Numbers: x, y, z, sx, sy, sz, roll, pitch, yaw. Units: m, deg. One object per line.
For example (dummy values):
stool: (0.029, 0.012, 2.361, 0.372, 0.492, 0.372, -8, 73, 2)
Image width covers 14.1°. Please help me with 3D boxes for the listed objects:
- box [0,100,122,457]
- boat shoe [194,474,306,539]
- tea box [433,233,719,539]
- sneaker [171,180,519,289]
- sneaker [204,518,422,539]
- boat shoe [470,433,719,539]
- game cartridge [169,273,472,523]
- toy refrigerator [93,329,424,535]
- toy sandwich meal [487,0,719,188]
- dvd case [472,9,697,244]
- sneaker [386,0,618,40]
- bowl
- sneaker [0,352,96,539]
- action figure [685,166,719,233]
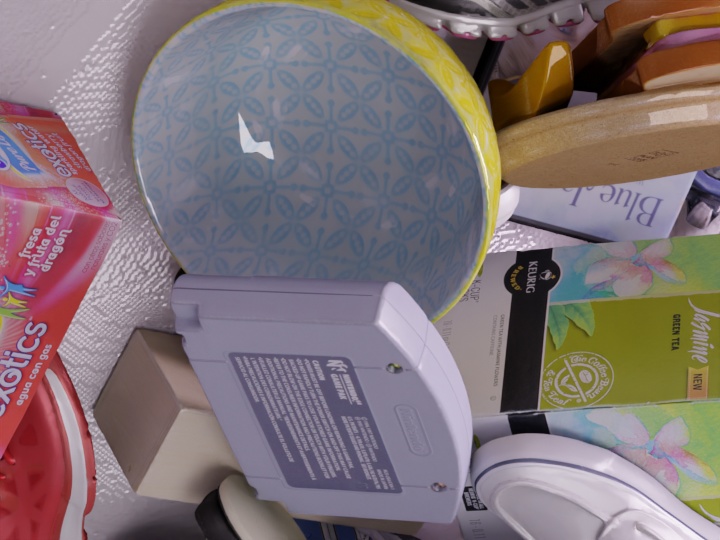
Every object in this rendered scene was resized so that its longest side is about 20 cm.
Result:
box: (-0.217, 0.017, 1.496, 0.094, 0.103, 0.200, 12, 120, -35)
boat shoe: (-0.041, 0.193, 1.652, 0.063, 0.074, 0.202, -25, 131, 14)
tea box: (0.154, 0.097, 1.668, 0.196, 0.134, 0.200, -6, 134, 14)
sneaker: (0.000, 0.000, 1.622, 0.199, 0.073, 0.085, -21, 125, 3)
sneaker: (-0.011, 0.189, 1.755, 0.200, 0.077, 0.076, 25, 135, -38)
boat shoe: (0.146, 0.155, 1.585, 0.200, 0.065, 0.074, 26, 133, -17)
game cartridge: (-0.012, 0.068, 1.528, 0.133, 0.041, 0.200, 6, 147, 18)
toy refrigerator: (-0.047, 0.097, 1.673, 0.200, 0.076, 0.070, 11, 119, -36)
toy sandwich meal: (0.151, -0.096, 1.537, 0.204, 0.071, 0.205, -8, 172, -1)
dvd case: (0.137, -0.108, 1.618, 0.142, 0.018, 0.200, 14, 119, -14)
sneaker: (0.104, -0.176, 1.524, 0.199, 0.074, 0.088, -5, 121, -8)
bowl: (-0.008, -0.069, 1.522, 0.108, 0.200, 0.201, -49, 158, -54)
sneaker: (-0.211, 0.123, 1.602, 0.115, 0.078, 0.200, -16, 130, -19)
action figure: (0.211, -0.029, 1.730, 0.200, 0.105, 0.194, 30, 103, -11)
